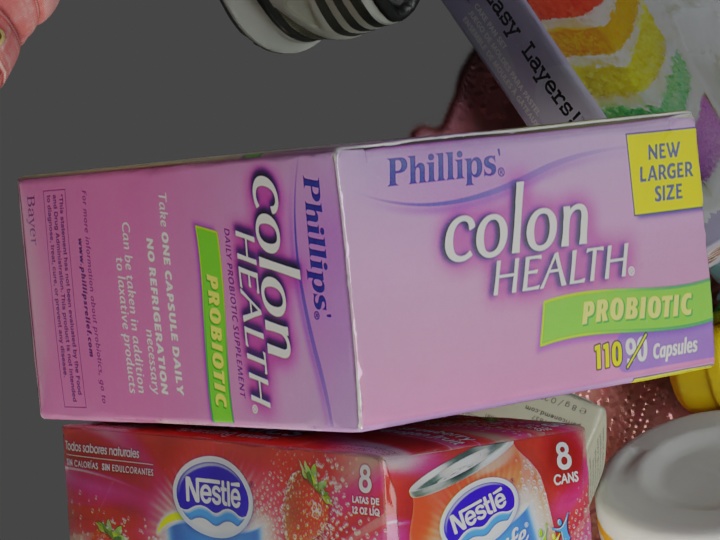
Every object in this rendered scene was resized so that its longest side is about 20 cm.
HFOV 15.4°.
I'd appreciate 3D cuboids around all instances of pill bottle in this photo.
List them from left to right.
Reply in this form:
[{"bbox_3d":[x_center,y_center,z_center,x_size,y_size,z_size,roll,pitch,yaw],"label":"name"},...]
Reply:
[{"bbox_3d":[0.170,0.173,1.181,0.112,0.112,0.201,-30,121,-36],"label":"pill bottle"}]

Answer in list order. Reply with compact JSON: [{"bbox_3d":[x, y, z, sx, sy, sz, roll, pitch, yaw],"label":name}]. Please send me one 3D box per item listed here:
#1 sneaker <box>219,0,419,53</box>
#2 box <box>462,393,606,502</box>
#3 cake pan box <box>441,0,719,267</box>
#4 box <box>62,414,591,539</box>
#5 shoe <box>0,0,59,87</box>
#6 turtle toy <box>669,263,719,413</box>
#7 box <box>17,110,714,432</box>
[{"bbox_3d":[-0.034,-0.179,1.035,0.076,0.115,0.201,-46,115,-31],"label":"sneaker"},{"bbox_3d":[0.036,0.145,1.090,0.082,0.068,0.201,81,31,-65],"label":"box"},{"bbox_3d":[0.149,-0.104,1.177,0.199,0.052,0.185,-24,78,-36],"label":"cake pan box"},{"bbox_3d":[-0.016,0.102,0.984,0.099,0.199,0.096,-5,93,-39],"label":"box"},{"bbox_3d":[-0.189,-0.136,0.940,0.200,0.071,0.091,51,55,-29],"label":"shoe"},{"bbox_3d":[0.231,0.029,1.238,0.200,0.145,0.102,42,42,-54],"label":"turtle toy"},{"bbox_3d":[0.000,0.000,1.002,0.175,0.199,0.097,-8,93,-40],"label":"box"}]
